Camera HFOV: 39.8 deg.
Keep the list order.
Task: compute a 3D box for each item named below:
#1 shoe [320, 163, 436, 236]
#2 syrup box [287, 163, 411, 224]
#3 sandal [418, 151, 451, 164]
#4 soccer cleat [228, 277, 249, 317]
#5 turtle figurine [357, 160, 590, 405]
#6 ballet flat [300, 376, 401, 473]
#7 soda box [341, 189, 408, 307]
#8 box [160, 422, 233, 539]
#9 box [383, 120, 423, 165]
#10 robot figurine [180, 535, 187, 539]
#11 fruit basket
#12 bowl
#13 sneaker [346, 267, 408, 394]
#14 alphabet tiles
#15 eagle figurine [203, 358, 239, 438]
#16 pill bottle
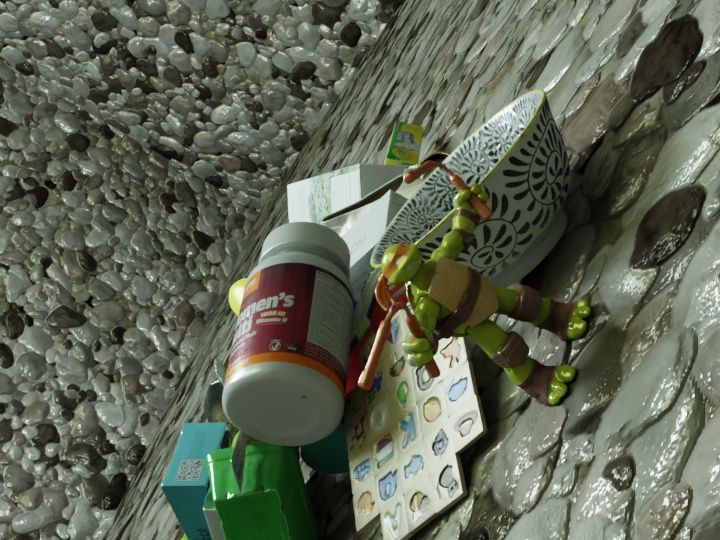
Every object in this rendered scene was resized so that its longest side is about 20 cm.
[{"bbox_3d":[0.042,-0.079,1.112,0.199,0.054,0.070,-31,11,21],"label":"shoe"},{"bbox_3d":[-0.016,-0.083,1.279,0.200,0.081,0.079,-7,85,60],"label":"syrup box"},{"bbox_3d":[0.092,-0.113,1.221,0.081,0.054,0.200,-61,6,-6],"label":"sandal"},{"bbox_3d":[-0.087,0.072,1.074,0.083,0.200,0.065,-25,-41,-38],"label":"soccer cleat"},{"bbox_3d":[0.071,0.029,0.675,0.064,0.161,0.201,-48,17,48],"label":"turtle figurine"},{"bbox_3d":[0.016,0.137,0.931,0.200,0.069,0.063,-35,17,46],"label":"ballet flat"},{"bbox_3d":[0.000,0.000,1.089,0.200,0.063,0.068,-42,30,44],"label":"soda box"},{"bbox_3d":[-0.143,0.255,1.036,0.083,0.049,0.201,-77,-22,-48],"label":"box"},{"bbox_3d":[0.048,-0.119,1.362,0.200,0.048,0.118,-80,4,-65],"label":"box"},{"bbox_3d":[-0.212,0.395,1.132,0.200,0.115,0.176,-48,22,46],"label":"robot figurine"},{"bbox_3d":[-0.098,0.210,0.987,0.200,0.093,0.186,-106,2,-67],"label":"fruit basket"},{"bbox_3d":[0.109,-0.046,0.831,0.201,0.094,0.201,-45,9,9],"label":"bowl"},{"bbox_3d":[0.028,0.080,0.986,0.077,0.085,0.201,-3,-65,-52],"label":"sneaker"},{"bbox_3d":[0.038,0.118,0.818,0.166,0.006,0.201,-47,36,35],"label":"alphabet tiles"},{"bbox_3d":[-0.118,0.181,1.150,0.201,0.150,0.152,-60,-5,23],"label":"eagle figurine"},{"bbox_3d":[-0.062,0.054,0.936,0.110,0.109,0.201,-51,24,40],"label":"pill bottle"}]
